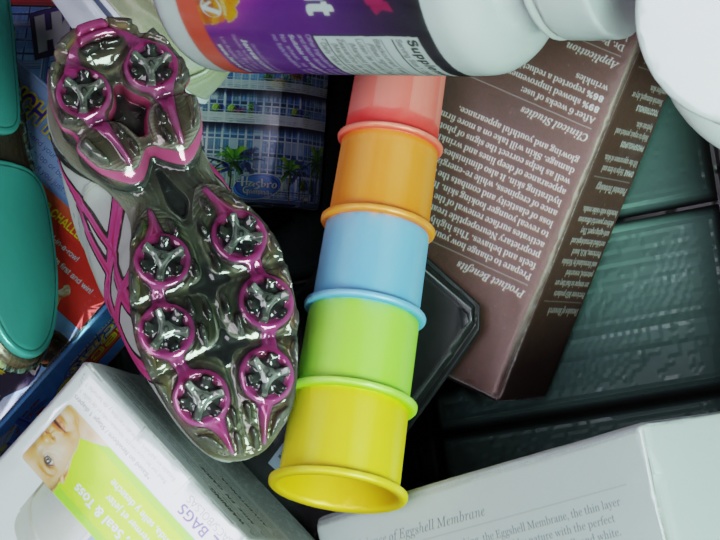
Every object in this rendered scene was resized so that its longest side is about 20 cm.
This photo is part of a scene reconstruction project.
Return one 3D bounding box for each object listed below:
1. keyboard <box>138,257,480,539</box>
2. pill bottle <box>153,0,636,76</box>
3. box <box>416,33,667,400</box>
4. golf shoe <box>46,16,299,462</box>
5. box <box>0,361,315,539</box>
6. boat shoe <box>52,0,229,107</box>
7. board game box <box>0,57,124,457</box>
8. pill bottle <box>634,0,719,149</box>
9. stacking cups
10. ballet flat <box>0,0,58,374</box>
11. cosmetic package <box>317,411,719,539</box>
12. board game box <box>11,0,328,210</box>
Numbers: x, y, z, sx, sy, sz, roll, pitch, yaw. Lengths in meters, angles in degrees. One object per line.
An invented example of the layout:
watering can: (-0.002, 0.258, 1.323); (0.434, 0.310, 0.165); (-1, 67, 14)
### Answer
keyboard: (-0.044, 0.059, 1.279); (0.127, 0.021, 0.200); (41, 104, 14)
pill bottle: (0.020, -0.137, 1.177); (0.199, 0.111, 0.112); (3, 89, 31)
box: (0.069, -0.051, 1.281); (0.100, 0.075, 0.201); (25, 96, 22)
golf shoe: (-0.078, -0.006, 1.211); (0.072, 0.092, 0.201); (-16, 70, -14)
box: (-0.131, 0.153, 1.225); (0.200, 0.101, 0.113); (-47, 72, 6)
boat shoe: (-0.125, -0.158, 1.308); (0.062, 0.072, 0.200); (-39, 84, 12)
board game box: (-0.205, -0.007, 1.308); (0.200, 0.056, 0.196); (41, 85, 18)
pill bottle: (0.183, -0.097, 1.164); (0.114, 0.200, 0.115); (-1, 88, 22)
stacking cups: (0.000, 0.000, 1.215); (0.060, 0.060, 0.201); (-3, 69, 23)
ballet flat: (-0.179, -0.044, 1.257); (0.074, 0.074, 0.201); (-15, 70, 22)
cosmetic package: (0.107, 0.175, 1.198); (0.199, 0.123, 0.201); (-20, 81, 45)
board game box: (-0.114, -0.134, 1.367); (0.199, 0.062, 0.201); (3, 90, 23)
